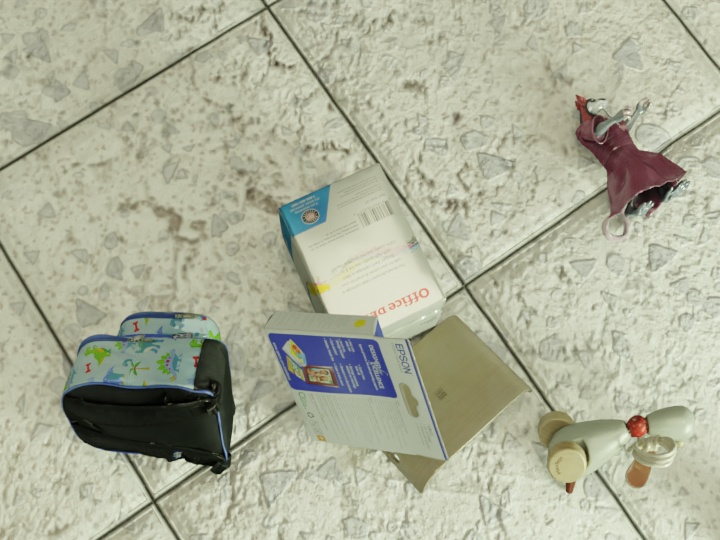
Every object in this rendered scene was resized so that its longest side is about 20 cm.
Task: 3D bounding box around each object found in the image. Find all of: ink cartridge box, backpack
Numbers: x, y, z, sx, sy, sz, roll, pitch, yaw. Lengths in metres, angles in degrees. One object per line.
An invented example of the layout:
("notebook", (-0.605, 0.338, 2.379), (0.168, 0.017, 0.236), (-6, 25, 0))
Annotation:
("ink cartridge box", (0.002, 0.137, 1.401), (0.197, 0.200, 0.047), (2, 39, 28))
("ink cartridge box", (0.000, 0.000, 1.501), (0.145, 0.145, 0.202), (-23, 75, -8))
("backpack", (-0.257, 0.145, 1.439), (0.196, 0.185, 0.149), (2, 50, 3))

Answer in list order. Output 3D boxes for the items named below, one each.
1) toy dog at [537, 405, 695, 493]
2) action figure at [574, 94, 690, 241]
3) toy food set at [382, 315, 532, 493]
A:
("toy dog", (0.318, 0.232, 1.463), (0.197, 0.098, 0.132), (-1, 29, 28))
("action figure", (0.353, -0.160, 1.603), (0.201, 0.133, 0.150), (52, 121, 25))
("toy food set", (0.104, 0.169, 1.506), (0.199, 0.061, 0.143), (-40, 67, -13))
